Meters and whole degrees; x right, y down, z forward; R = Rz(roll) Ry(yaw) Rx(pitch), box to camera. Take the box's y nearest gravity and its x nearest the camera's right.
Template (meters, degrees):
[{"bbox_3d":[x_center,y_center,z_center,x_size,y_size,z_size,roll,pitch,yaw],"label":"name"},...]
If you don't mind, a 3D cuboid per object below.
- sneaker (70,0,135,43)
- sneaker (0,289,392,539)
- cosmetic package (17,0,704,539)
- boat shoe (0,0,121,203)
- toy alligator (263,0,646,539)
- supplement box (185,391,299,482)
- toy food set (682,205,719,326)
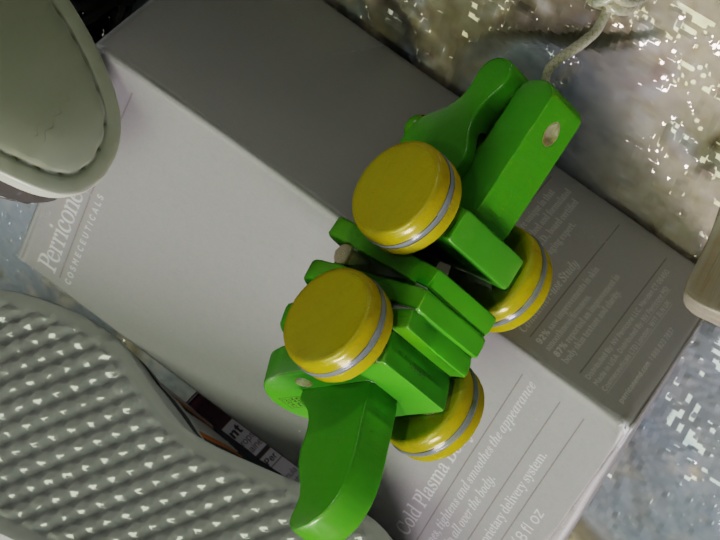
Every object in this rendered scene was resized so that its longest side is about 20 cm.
[{"bbox_3d":[-0.087,-0.117,0.728,0.104,0.060,0.201,8,123,37],"label":"sneaker"},{"bbox_3d":[-0.067,0.081,0.757,0.199,0.079,0.080,32,164,24],"label":"sneaker"},{"bbox_3d":[0.000,0.000,0.737,0.199,0.090,0.107,33,134,7],"label":"cosmetic package"},{"bbox_3d":[-0.157,-0.088,0.674,0.201,0.072,0.060,42,141,-13],"label":"boat shoe"},{"bbox_3d":[0.022,-0.018,0.652,0.054,0.201,0.059,16,163,45],"label":"toy alligator"},{"bbox_3d":[-0.010,0.138,0.855,0.200,0.086,0.110,43,138,1],"label":"supplement box"},{"bbox_3d":[0.156,-0.047,0.598,0.143,0.060,0.201,20,133,23],"label":"toy food set"}]
